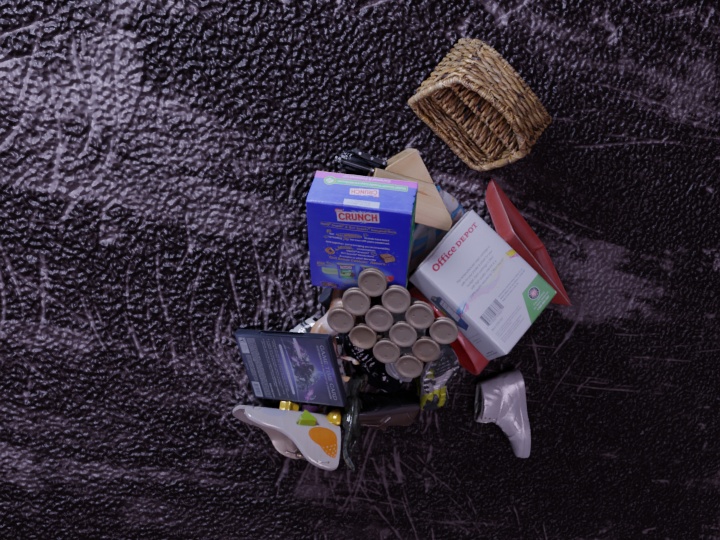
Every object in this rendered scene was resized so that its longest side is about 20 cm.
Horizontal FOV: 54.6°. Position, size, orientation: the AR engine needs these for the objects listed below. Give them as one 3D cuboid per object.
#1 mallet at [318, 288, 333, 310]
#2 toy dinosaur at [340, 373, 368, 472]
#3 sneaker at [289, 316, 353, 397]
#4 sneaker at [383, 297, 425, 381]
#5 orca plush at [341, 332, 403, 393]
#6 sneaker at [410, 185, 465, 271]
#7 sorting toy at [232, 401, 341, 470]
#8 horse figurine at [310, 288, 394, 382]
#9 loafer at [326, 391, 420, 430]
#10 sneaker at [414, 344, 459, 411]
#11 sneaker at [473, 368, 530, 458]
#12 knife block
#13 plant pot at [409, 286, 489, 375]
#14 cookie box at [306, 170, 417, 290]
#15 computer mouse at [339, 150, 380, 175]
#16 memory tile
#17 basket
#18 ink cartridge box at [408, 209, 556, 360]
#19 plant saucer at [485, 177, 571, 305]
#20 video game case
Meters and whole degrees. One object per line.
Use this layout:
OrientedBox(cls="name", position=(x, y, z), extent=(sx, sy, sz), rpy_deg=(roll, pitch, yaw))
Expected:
OrientedBox(cls="mallet", position=(0.000, 0.000, 1.268), extent=(0.065, 0.041, 0.201), rpy_deg=(30, 107, -20))
OrientedBox(cls="toy dinosaur", position=(-0.017, 0.287, 1.272), extent=(0.046, 0.203, 0.089), rpy_deg=(8, 139, -3))
OrientedBox(cls="sneaker", position=(-0.054, 0.172, 1.313), extent=(0.087, 0.076, 0.200), rpy_deg=(-41, 117, 3))
OrientedBox(cls="sneaker", position=(0.089, 0.115, 1.297), extent=(0.075, 0.081, 0.203), rpy_deg=(24, 136, 14))
OrientedBox(cls="orca plush", position=(0.027, 0.172, 1.339), extent=(0.104, 0.071, 0.203), rpy_deg=(-25, 116, -5))
OrientedBox(cls="sneaker", position=(0.114, -0.049, 1.272), extent=(0.080, 0.077, 0.202), rpy_deg=(31, 100, -17))
OrientedBox(cls="sorting toy", position=(-0.143, 0.286, 1.288), extent=(0.177, 0.199, 0.109), rpy_deg=(21, 74, -20))
OrientedBox(cls="horse figurine", position=(-0.035, 0.107, 1.242), extent=(0.132, 0.050, 0.201), rpy_deg=(39, 98, -3))
OrientedBox(cls="loafer", position=(0.028, 0.291, 1.386), extent=(0.195, 0.073, 0.073), rpy_deg=(0, 112, -16))
OrientedBox(cls="sneaker", position=(0.132, 0.192, 1.341), extent=(0.073, 0.086, 0.202), rpy_deg=(-13, 141, -17))
OrientedBox(cls="sneaker", position=(0.295, 0.314, 1.481), extent=(0.113, 0.074, 0.205), rpy_deg=(-14, 105, -9))
OrientedBox(cls="knife block", position=(0.038, -0.120, 1.178), extent=(0.173, 0.064, 0.203), rpy_deg=(-31, 105, -2))
OrientedBox(cls="plant pot", position=(0.214, 0.059, 1.293), extent=(0.176, 0.200, 0.202), rpy_deg=(-39, 117, -7))
OrientedBox(cls="cookie box", position=(0.003, -0.055, 1.139), extent=(0.167, 0.076, 0.202), rpy_deg=(8, 140, 5))
OrientedBox(cls="computer mouse", position=(-0.001, -0.099, 1.232), extent=(0.136, 0.053, 0.204), rpy_deg=(17, 106, -22))
OrientedBox(cls="memory tile", position=(0.053, 0.092, 1.183), extent=(0.198, 0.017, 0.154), rpy_deg=(34, 123, -10))
OrientedBox(cls="basket", position=(0.205, -0.265, 1.176), extent=(0.199, 0.143, 0.149), rpy_deg=(40, 96, -26))
OrientedBox(cls="ink cartridge box", position=(0.201, 0.025, 1.166), extent=(0.200, 0.088, 0.145), rpy_deg=(44, 74, 2))
OrientedBox(cls="plant saucer", position=(0.295, -0.047, 1.268), extent=(0.036, 0.201, 0.200), rpy_deg=(-35, 119, 20))
OrientedBox(cls="video game case", position=(-0.126, 0.175, 1.259), extent=(0.196, 0.019, 0.146), rpy_deg=(0, 117, 26))
